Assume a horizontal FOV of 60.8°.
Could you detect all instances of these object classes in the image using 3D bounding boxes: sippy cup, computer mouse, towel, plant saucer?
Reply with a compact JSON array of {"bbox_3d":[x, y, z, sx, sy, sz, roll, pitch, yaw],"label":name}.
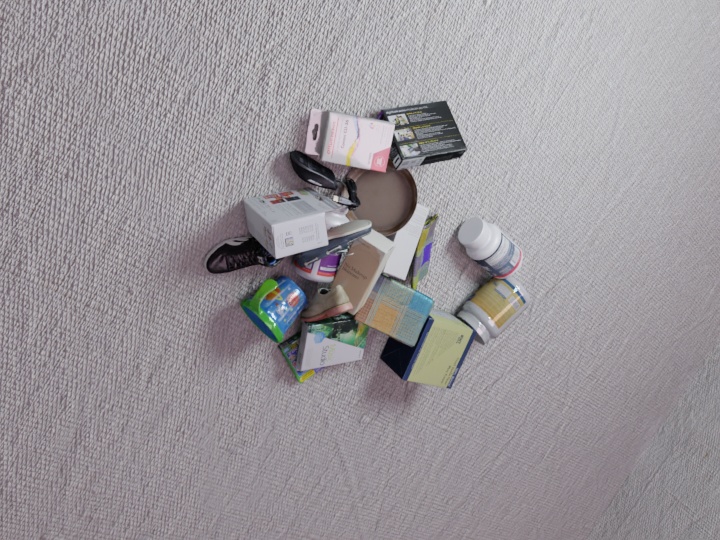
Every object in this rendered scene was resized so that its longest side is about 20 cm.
[{"bbox_3d":[-0.208,0.089,1.543,0.130,0.178,0.140,-45,98,-19],"label":"sippy cup"},{"bbox_3d":[-0.089,-0.205,1.474,0.199,0.141,0.046,23,121,-30],"label":"computer mouse"},{"bbox_3d":[0.178,-0.052,1.711,0.144,0.023,0.202,-42,144,-62],"label":"towel"},{"bbox_3d":[0.093,0.106,1.673,0.199,0.022,0.148,26,91,-20],"label":"towel"},{"bbox_3d":[0.049,-0.186,1.560,0.198,0.032,0.203,0,90,12],"label":"plant saucer"}]

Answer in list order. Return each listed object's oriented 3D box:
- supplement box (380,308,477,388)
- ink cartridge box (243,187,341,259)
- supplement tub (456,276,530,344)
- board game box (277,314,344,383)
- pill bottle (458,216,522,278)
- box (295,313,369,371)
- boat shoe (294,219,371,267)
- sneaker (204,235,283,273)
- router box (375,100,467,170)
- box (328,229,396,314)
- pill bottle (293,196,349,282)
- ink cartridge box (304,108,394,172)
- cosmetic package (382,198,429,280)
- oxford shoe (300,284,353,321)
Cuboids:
[{"bbox_3d":[0.203,0.222,1.830,0.198,0.134,0.202,16,102,-34],"label":"supplement box"},{"bbox_3d":[-0.156,-0.118,1.429,0.174,0.200,0.085,-16,119,-22],"label":"ink cartridge box"},{"bbox_3d":[0.410,0.117,1.899,0.200,0.145,0.145,-42,125,-8],"label":"supplement tub"},{"bbox_3d":[-0.115,0.206,1.703,0.199,0.029,0.135,-34,123,-14],"label":"board game box"},{"bbox_3d":[0.381,-0.070,1.816,0.199,0.119,0.120,34,92,-36],"label":"pill bottle"},{"bbox_3d":[-0.072,0.191,1.670,0.198,0.036,0.146,-7,122,-32],"label":"box"},{"bbox_3d":[-0.062,-0.062,1.451,0.198,0.075,0.062,-22,109,-3],"label":"boat shoe"},{"bbox_3d":[-0.266,-0.035,1.457,0.199,0.112,0.074,-24,120,-19],"label":"sneaker"},{"bbox_3d":[0.155,-0.345,1.554,0.198,0.051,0.150,-14,75,-24],"label":"router box"},{"bbox_3d":[0.000,0.000,1.547,0.201,0.094,0.078,-64,169,28],"label":"box"},{"bbox_3d":[-0.092,-0.078,1.540,0.112,0.112,0.202,9,106,-33],"label":"pill bottle"},{"bbox_3d":[-0.029,-0.312,1.464,0.198,0.068,0.118,8,107,-9],"label":"ink cartridge box"},{"bbox_3d":[0.091,-0.088,1.627,0.084,0.107,0.202,18,91,-36],"label":"cosmetic package"},{"bbox_3d":[-0.092,0.083,1.547,0.070,0.199,0.075,-15,87,-42],"label":"oxford shoe"}]
